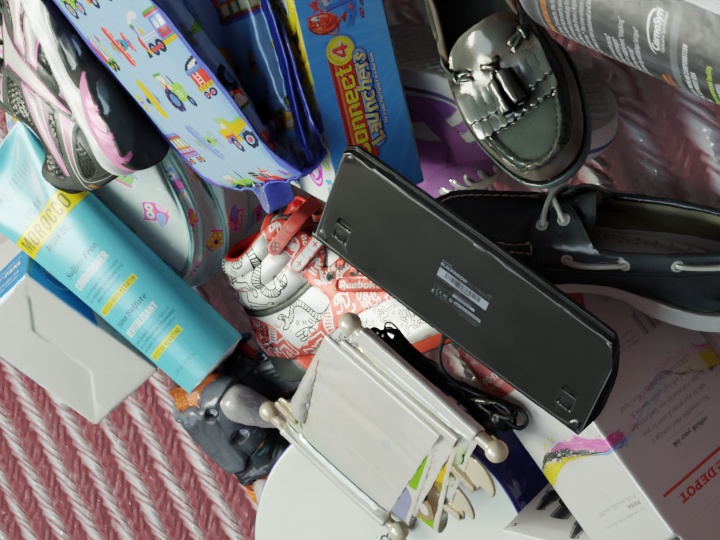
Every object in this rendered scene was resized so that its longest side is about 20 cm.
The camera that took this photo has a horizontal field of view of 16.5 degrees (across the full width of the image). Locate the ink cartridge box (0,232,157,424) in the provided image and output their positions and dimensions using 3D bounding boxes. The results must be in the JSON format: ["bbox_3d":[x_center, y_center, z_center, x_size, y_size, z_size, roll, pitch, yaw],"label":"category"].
[{"bbox_3d":[-0.197,0.001,1.725,0.116,0.200,0.067,38,115,-22],"label":"ink cartridge box"}]

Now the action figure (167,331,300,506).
[{"bbox_3d":[-0.057,0.113,1.716,0.194,0.105,0.200,49,142,-5],"label":"action figure"}]

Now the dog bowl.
[{"bbox_3d":[0.034,0.175,1.620,0.200,0.079,0.201,6,106,22],"label":"dog bowl"}]

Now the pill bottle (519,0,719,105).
[{"bbox_3d":[0.153,-0.159,1.301,0.200,0.106,0.106,27,133,31],"label":"pill bottle"}]

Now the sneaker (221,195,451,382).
[{"bbox_3d":[-0.001,0.001,1.576,0.201,0.067,0.108,-17,110,39],"label":"sneaker"}]

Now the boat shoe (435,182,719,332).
[{"bbox_3d":[0.132,-0.021,1.409,0.199,0.076,0.060,9,134,3],"label":"boat shoe"}]

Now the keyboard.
[{"bbox_3d":[0.055,0.024,1.407,0.200,0.021,0.127,38,135,17],"label":"keyboard"}]

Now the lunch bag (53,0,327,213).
[{"bbox_3d":[-0.095,-0.123,1.461,0.200,0.094,0.150,62,159,-9],"label":"lunch bag"}]

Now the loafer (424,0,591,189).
[{"bbox_3d":[0.065,-0.133,1.376,0.072,0.063,0.200,-34,55,19],"label":"loafer"}]

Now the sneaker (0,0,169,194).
[{"bbox_3d":[-0.200,-0.138,1.549,0.086,0.080,0.200,-30,74,31],"label":"sneaker"}]

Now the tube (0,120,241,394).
[{"bbox_3d":[-0.166,-0.005,1.605,0.200,0.050,0.077,42,115,1],"label":"tube"}]

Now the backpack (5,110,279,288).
[{"bbox_3d":[-0.149,-0.084,1.654,0.167,0.127,0.200,-13,109,46],"label":"backpack"}]

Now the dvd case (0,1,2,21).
[{"bbox_3d":[-0.263,-0.185,1.679,0.200,0.025,0.151,146,124,-71],"label":"dvd case"}]

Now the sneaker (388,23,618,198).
[{"bbox_3d":[0.082,-0.073,1.468,0.200,0.073,0.115,25,133,48],"label":"sneaker"}]

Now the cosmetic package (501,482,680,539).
[{"bbox_3d":[0.191,0.174,1.488,0.200,0.083,0.051,10,122,32],"label":"cosmetic package"}]

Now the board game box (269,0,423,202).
[{"bbox_3d":[-0.048,-0.155,1.497,0.200,0.056,0.196,29,137,61],"label":"board game box"}]

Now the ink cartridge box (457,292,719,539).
[{"bbox_3d":[0.163,0.092,1.454,0.200,0.116,0.067,55,140,3],"label":"ink cartridge box"}]

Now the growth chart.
[{"bbox_3d":[0.013,0.102,1.499,0.145,0.018,0.200,44,152,4],"label":"growth chart"}]
